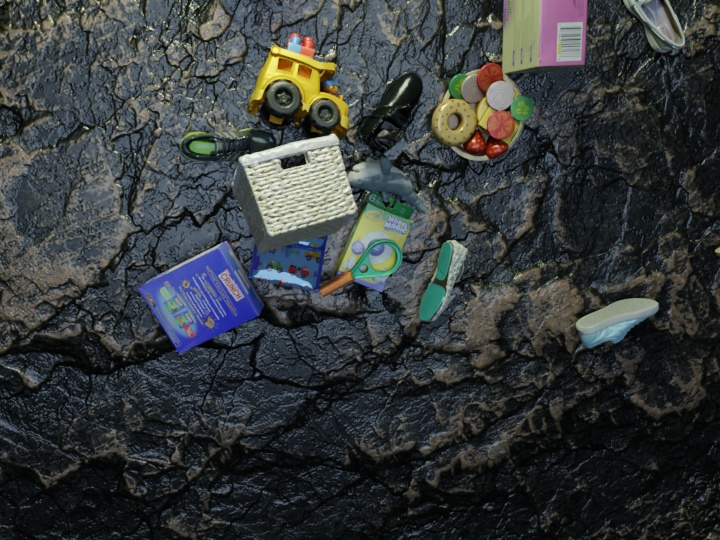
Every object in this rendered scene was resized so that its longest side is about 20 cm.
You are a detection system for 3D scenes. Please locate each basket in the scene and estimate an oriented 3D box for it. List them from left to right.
[{"bbox_3d":[-0.133,-0.143,1.200,0.198,0.200,0.161,-17,87,-18],"label":"basket"}]

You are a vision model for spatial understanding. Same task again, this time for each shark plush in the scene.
[{"bbox_3d":[0.061,-0.178,1.324,0.200,0.091,0.083,30,84,-37],"label":"shark plush"}]

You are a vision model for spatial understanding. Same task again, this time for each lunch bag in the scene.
[{"bbox_3d":[-0.149,-0.066,1.319,0.150,0.094,0.201,11,89,-9],"label":"lunch bag"}]

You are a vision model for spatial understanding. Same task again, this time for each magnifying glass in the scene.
[{"bbox_3d":[0.000,0.000,1.332,0.200,0.022,0.080,-29,106,1],"label":"magnifying glass"}]

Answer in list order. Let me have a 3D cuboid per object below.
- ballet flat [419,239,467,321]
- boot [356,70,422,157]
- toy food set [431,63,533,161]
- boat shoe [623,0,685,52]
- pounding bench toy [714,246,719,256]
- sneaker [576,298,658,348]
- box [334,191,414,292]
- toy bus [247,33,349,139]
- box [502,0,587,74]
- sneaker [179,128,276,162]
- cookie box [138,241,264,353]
[{"bbox_3d":[0.197,0.030,1.392,0.072,0.072,0.201,17,101,-11],"label":"ballet flat"},{"bbox_3d":[0.070,-0.321,1.235,0.073,0.162,0.198,40,96,-16],"label":"boot"},{"bbox_3d":[0.265,-0.337,1.315,0.200,0.049,0.198,28,100,-13],"label":"toy food set"},{"bbox_3d":[0.628,-0.561,1.304,0.074,0.065,0.202,-35,106,1],"label":"boat shoe"},{"bbox_3d":[0.989,-0.042,1.450,0.200,0.124,0.156,-35,105,1],"label":"pounding bench toy"},{"bbox_3d":[0.623,0.130,1.475,0.199,0.074,0.082,-19,114,5],"label":"sneaker"},{"bbox_3d":[0.035,-0.065,1.354,0.117,0.048,0.201,21,98,-12],"label":"box"},{"bbox_3d":[-0.108,-0.374,1.228,0.199,0.136,0.193,16,85,-13],"label":"toy bus"},{"bbox_3d":[0.363,-0.490,1.215,0.096,0.200,0.177,-4,104,-6],"label":"box"},{"bbox_3d":[-0.272,-0.251,1.247,0.199,0.081,0.074,-7,105,-6],"label":"sneaker"},{"bbox_3d":[-0.336,0.058,1.305,0.200,0.075,0.172,-25,106,8],"label":"cookie box"}]
